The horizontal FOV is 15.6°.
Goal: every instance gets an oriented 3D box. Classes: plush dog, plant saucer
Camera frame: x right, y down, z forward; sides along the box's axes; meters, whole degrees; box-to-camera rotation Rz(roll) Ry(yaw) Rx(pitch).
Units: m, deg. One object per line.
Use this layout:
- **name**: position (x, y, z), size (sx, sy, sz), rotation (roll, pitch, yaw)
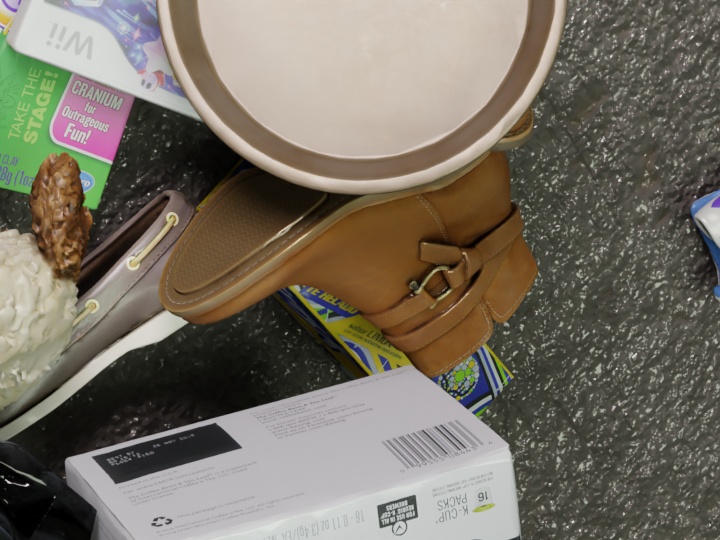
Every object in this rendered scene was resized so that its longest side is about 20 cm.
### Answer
- **plush dog**: position (-0.210, 0.017, 1.255), size (0.171, 0.161, 0.200), rotation (12, 131, -45)
- **plant saucer**: position (0.001, -0.136, 1.272), size (0.199, 0.029, 0.201), rotation (0, 86, 2)

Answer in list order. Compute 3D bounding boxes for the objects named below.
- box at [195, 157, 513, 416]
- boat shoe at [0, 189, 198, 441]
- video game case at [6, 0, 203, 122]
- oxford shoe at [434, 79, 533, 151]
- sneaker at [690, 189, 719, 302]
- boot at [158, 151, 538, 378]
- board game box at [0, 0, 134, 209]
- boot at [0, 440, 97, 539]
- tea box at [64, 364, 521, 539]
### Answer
- **box**: position (-0.001, 0.013, 1.466), size (0.064, 0.070, 0.200), rotation (-48, 128, -8)
- **boat shoe**: position (-0.161, 0.033, 1.376), size (0.200, 0.072, 0.060), rotation (-34, 107, -9)
- **video game case**: position (-0.073, -0.179, 1.300), size (0.143, 0.018, 0.201), rotation (19, 100, -26)
- **oxford shoe**: position (0.029, -0.143, 1.328), size (0.071, 0.200, 0.071), rotation (-15, 147, -29)
- **sneaker**: position (0.270, -0.063, 1.597), size (0.146, 0.081, 0.201), rotation (-14, 123, -32)
- **boot**: position (0.000, 0.000, 1.380), size (0.200, 0.077, 0.156), rotation (-42, 132, -17)
- **board game box**: position (-0.171, -0.143, 1.308), size (0.153, 0.040, 0.201), rotation (12, 104, -35)
- **boot**: position (-0.251, 0.121, 1.276), size (0.165, 0.199, 0.066), rotation (26, 61, -44)
- **tea box**: position (-0.028, 0.180, 1.343), size (0.199, 0.134, 0.198), rotation (-15, 113, -19)
